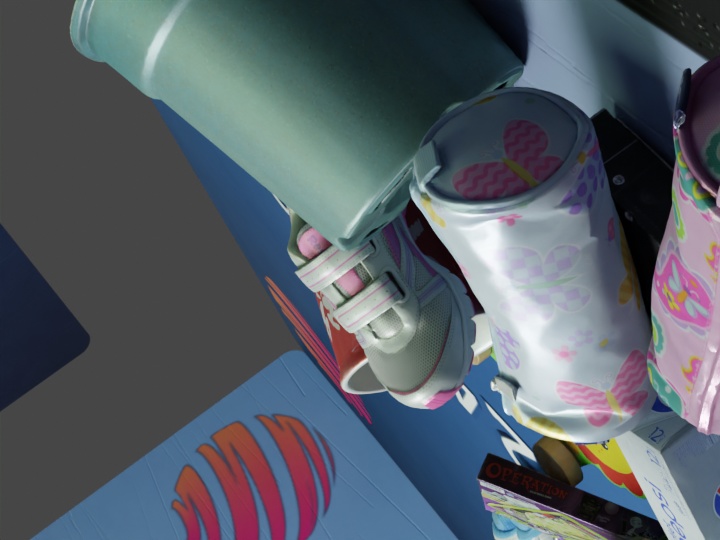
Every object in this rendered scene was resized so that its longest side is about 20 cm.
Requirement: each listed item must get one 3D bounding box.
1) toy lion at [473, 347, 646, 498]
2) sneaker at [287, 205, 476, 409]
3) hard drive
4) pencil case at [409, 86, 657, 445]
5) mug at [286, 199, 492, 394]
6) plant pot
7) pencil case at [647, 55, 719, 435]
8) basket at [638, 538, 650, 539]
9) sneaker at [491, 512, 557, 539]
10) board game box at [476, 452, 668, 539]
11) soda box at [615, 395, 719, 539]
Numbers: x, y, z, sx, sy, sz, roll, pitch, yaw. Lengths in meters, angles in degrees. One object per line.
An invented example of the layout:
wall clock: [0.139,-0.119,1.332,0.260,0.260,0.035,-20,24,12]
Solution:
toy lion: [0.160,0.085,1.041,0.200,0.069,0.192,54,165,6]
sneaker: [0.000,0.000,0.872,0.088,0.081,0.200,7,-132,-49]
hard drive: [0.180,0.022,0.713,0.200,0.038,0.140,49,170,27]
pencil case: [0.092,0.002,0.692,0.200,0.091,0.083,64,-153,-44]
mug: [0.033,-0.037,0.995,0.200,0.177,0.133,68,-166,19]
plant pot: [-0.026,-0.129,0.785,0.196,0.200,0.200,46,171,6]
pencil case: [0.157,-0.003,0.539,0.087,0.087,0.200,50,168,27]
basket: [0.254,0.277,1.040,0.143,0.149,0.200,61,-179,43]
sneaker: [0.197,0.273,1.611,0.200,0.078,0.090,145,108,-79]
board game box: [0.193,0.208,1.107,0.200,0.032,0.120,20,159,16]
soda box: [0.229,0.151,0.872,0.200,0.063,0.068,58,170,-28]
